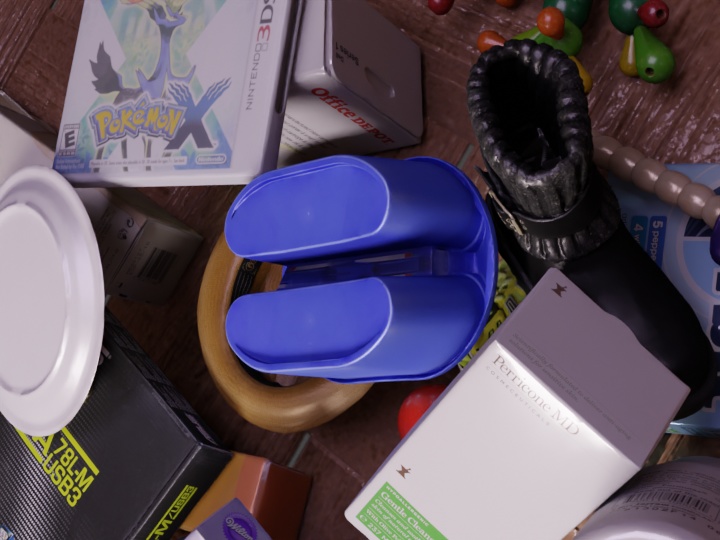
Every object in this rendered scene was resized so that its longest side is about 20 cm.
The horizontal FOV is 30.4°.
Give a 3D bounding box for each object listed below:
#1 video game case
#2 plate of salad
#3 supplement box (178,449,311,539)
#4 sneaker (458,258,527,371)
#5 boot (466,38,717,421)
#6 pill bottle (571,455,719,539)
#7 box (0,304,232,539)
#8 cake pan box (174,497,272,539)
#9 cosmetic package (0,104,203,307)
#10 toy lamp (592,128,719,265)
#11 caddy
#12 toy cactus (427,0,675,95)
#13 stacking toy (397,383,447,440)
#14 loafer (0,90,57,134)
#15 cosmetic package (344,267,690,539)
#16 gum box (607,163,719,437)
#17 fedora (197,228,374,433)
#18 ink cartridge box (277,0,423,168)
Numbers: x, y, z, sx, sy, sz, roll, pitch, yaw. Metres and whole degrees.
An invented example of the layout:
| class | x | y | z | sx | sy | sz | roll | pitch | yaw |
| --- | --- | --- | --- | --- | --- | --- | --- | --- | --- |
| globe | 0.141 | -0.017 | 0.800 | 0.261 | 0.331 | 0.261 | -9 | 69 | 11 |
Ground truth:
| class | x | y | z | sx | sy | sz | roll | pitch | yaw |
| --- | --- | --- | --- | --- | --- | --- | --- | --- | --- |
| video game case | -0.132 | -0.151 | 0.958 | 0.198 | 0.022 | 0.185 | 1 | 76 | 33 |
| plate of salad | -0.238 | 0.022 | 0.998 | 0.199 | 0.048 | 0.203 | 0 | 91 | 46 |
| supplement box | -0.138 | 0.163 | 1.018 | 0.198 | 0.069 | 0.067 | 9 | 78 | 32 |
| sneaker | 0.104 | 0.037 | 0.884 | 0.075 | 0.075 | 0.203 | 140 | 139 | -71 |
| boot | 0.133 | -0.021 | 0.779 | 0.079 | 0.158 | 0.212 | -33 | 62 | -12 |
| pill bottle | 0.175 | 0.168 | 0.729 | 0.113 | 0.200 | 0.116 | 2 | 96 | 22 |
| box | -0.215 | 0.149 | 1.004 | 0.200 | 0.047 | 0.194 | 43 | 101 | 36 |
| cake pan box | -0.080 | 0.272 | 0.876 | 0.200 | 0.052 | 0.184 | 47 | 126 | 9 |
| cosmetic package | -0.240 | -0.055 | 1.101 | 0.199 | 0.103 | 0.074 | 35 | 94 | 20 |
| toy lamp | 0.193 | -0.054 | 0.830 | 0.199 | 0.058 | 0.059 | 37 | 96 | 36 |
| caddy | 0.000 | 0.000 | 0.856 | 0.199 | 0.104 | 0.143 | -7 | 80 | 46 |
| toy cactus | 0.152 | -0.210 | 0.943 | 0.199 | 0.102 | 0.166 | 32 | 84 | 43 |
| stacking toy | 0.046 | 0.176 | 0.897 | 0.084 | 0.085 | 0.203 | -3 | 69 | 31 |
| loafer | -0.352 | -0.135 | 1.238 | 0.199 | 0.068 | 0.076 | 37 | 96 | 34 |
| cosmetic package | 0.087 | 0.108 | 0.781 | 0.107 | 0.085 | 0.201 | 40 | 135 | 7 |
| gum box | 0.245 | 0.020 | 0.834 | 0.198 | 0.044 | 0.172 | 1 | 76 | 33 |
| fedora | -0.028 | 0.024 | 0.981 | 0.198 | 0.082 | 0.203 | -11 | 68 | 28 |
| ink cartridge box | -0.069 | -0.142 | 1.017 | 0.198 | 0.144 | 0.085 | -9 | 71 | 30 |
